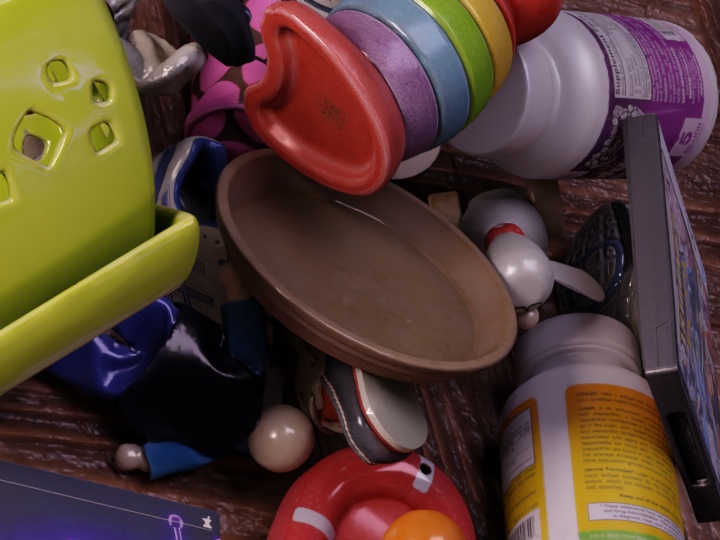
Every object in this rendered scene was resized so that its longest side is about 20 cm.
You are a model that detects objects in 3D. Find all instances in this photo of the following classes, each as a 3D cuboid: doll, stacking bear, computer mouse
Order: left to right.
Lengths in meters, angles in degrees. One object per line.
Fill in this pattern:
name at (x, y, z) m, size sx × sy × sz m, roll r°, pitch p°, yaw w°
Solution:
doll at (-0.111, 0.050, 1.442) m, size 0.200 × 0.137 × 0.048 m, roll 35°, pitch -2°, yaw -4°
computer mouse at (-0.060, -0.139, 1.515) m, size 0.200 × 0.034 × 0.059 m, roll 35°, pitch 23°, yaw -54°
stacking bear at (0.043, -0.141, 1.496) m, size 0.114 × 0.122 × 0.200 m, roll 42°, pitch 58°, yaw 16°

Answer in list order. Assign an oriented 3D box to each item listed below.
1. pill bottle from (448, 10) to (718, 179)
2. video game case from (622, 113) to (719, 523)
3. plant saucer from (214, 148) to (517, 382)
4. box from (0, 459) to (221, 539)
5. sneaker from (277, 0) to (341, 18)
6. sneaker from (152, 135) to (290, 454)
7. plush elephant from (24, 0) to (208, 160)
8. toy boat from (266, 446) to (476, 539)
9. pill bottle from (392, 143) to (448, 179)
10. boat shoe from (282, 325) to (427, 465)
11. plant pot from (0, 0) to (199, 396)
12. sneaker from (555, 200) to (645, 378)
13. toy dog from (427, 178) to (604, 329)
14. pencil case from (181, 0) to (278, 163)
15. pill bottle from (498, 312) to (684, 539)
pill bottle at (0.139, -0.115, 1.646) m, size 0.200 × 0.112 × 0.113 m, roll -2°, pitch 58°, yaw -48°
video game case at (0.203, 0.031, 1.603) m, size 0.181 × 0.025 × 0.201 m, roll 64°, pitch 20°, yaw -51°
plant saucer at (0.000, 0.000, 1.467) m, size 0.200 × 0.030 × 0.200 m, roll 24°, pitch 28°, yaw -13°
box at (-0.172, 0.181, 1.300) m, size 0.199 × 0.079 × 0.142 m, roll 16°, pitch 45°, yaw -29°
sneaker at (-0.032, -0.179, 1.559) m, size 0.200 × 0.084 × 0.075 m, roll 46°, pitch 38°, yaw -44°
sneaker at (-0.087, 0.012, 1.503) m, size 0.075 × 0.088 × 0.200 m, roll -6°, pitch 63°, yaw -45°
plush elephant at (-0.184, -0.138, 1.490) m, size 0.200 × 0.165 × 0.155 m, roll 46°, pitch 7°, yaw -35°
toy boat at (0.015, 0.179, 1.413) m, size 0.130 × 0.131 × 0.200 m, roll 32°, pitch 42°, yaw -15°
pill bottle at (0.031, -0.157, 1.725) m, size 0.112 × 0.112 × 0.200 m, roll 30°, pitch 42°, yaw -16°
boat shoe at (-0.009, 0.066, 1.485) m, size 0.071 × 0.062 × 0.200 m, roll 53°, pitch 8°, yaw -24°
plant pot at (-0.207, -0.040, 1.313) m, size 0.199 × 0.200 × 0.182 m, roll -32°, pitch 104°, yaw -14°
sneaker at (0.195, 0.045, 1.736) m, size 0.087 × 0.074 × 0.201 m, roll 20°, pitch 52°, yaw -42°
toy dog at (0.095, 0.004, 1.637) m, size 0.200 × 0.131 × 0.097 m, roll -49°, pitch 129°, yaw -62°
pencil case at (-0.080, -0.149, 1.649) m, size 0.091 × 0.093 × 0.200 m, roll 70°, pitch 14°, yaw -49°
pill bottle at (0.144, 0.130, 1.577) m, size 0.111 × 0.111 × 0.201 m, roll 21°, pitch 46°, yaw -25°
